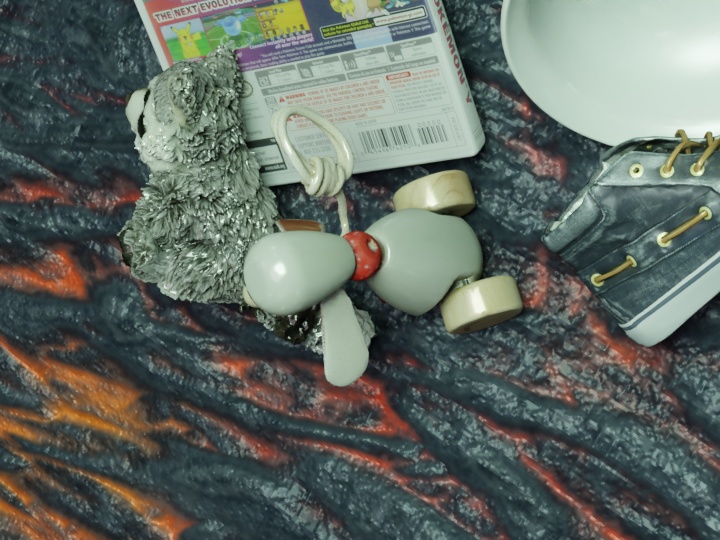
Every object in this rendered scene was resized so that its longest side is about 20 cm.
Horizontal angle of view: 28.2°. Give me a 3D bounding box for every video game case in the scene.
[{"bbox_3d":[-0.040,-0.141,0.867,0.198,0.023,0.184,-5,118,31],"label":"video game case"}]

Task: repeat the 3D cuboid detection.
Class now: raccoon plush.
[{"bbox_3d":[-0.060,-0.049,0.885,0.198,0.097,0.135,22,121,-8],"label":"raccoon plush"}]

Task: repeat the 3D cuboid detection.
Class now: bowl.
[{"bbox_3d":[0.172,-0.158,0.744,0.199,0.201,0.091,-14,51,26],"label":"bowl"}]

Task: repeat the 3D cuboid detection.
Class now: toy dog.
[{"bbox_3d":[0.000,0.000,0.830,0.096,0.198,0.134,-32,52,40],"label":"toy dog"}]

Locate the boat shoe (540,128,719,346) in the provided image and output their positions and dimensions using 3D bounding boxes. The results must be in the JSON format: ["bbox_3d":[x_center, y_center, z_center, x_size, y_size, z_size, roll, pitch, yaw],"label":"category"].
[{"bbox_3d":[0.185,-0.049,0.758,0.091,0.071,0.200,42,121,-3],"label":"boat shoe"}]
